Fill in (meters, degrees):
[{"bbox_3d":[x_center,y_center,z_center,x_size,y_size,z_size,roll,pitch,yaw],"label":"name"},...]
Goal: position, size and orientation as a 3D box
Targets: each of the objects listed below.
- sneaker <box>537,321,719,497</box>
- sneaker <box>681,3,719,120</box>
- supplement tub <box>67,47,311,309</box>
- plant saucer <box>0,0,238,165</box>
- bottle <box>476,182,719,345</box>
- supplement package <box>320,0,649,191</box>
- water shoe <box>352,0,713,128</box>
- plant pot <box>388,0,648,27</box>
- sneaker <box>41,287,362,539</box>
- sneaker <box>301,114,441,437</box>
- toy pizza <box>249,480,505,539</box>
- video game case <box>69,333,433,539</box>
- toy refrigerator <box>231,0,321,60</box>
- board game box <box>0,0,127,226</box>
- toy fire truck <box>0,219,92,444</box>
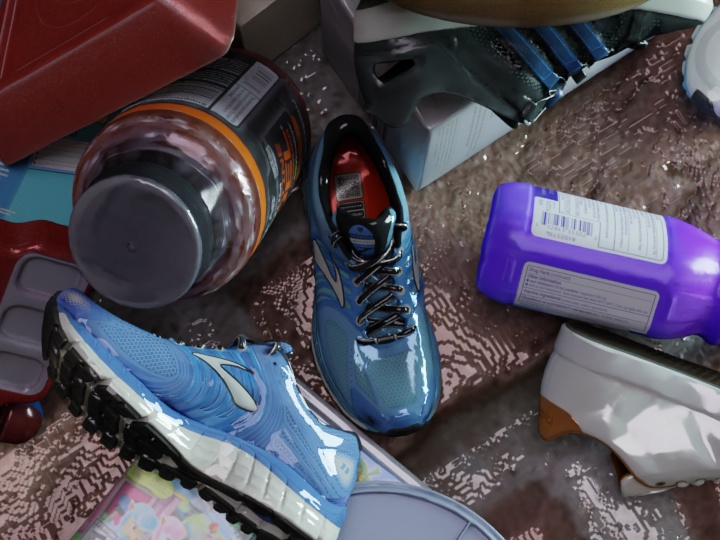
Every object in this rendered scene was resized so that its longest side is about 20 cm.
[{"bbox_3d":[0.198,0.103,0.744,0.197,0.073,0.086,21,99,4],"label":"sneaker"},{"bbox_3d":[0.283,-0.181,0.802,0.075,0.087,0.200,42,80,9],"label":"sneaker"},{"bbox_3d":[-0.095,-0.051,0.704,0.105,0.201,0.109,4,115,9],"label":"supplement tub"},{"bbox_3d":[-0.144,-0.182,0.712,0.198,0.036,0.203,-18,59,37],"label":"plant saucer"},{"bbox_3d":[0.170,0.001,0.755,0.197,0.084,0.066,13,117,3],"label":"bottle"},{"bbox_3d":[0.087,-0.165,0.779,0.198,0.120,0.122,-32,79,-8],"label":"supplement package"},{"bbox_3d":[0.093,-0.120,0.685,0.196,0.072,0.080,-5,106,-4],"label":"water shoe"},{"bbox_3d":[0.080,-0.169,0.651,0.196,0.028,0.201,-1,35,1],"label":"plant pot"},{"bbox_3d":[-0.085,0.070,0.687,0.199,0.078,0.090,36,60,-9],"label":"sneaker"},{"bbox_3d":[0.000,0.000,0.751,0.077,0.090,0.203,-13,76,-3],"label":"sneaker"},{"bbox_3d":[0.010,0.221,0.701,0.196,0.032,0.204,0,75,-2],"label":"toy pizza"},{"bbox_3d":[-0.054,0.169,0.742,0.199,0.022,0.183,38,78,10],"label":"video game case"},{"bbox_3d":[-0.108,-0.235,0.824,0.070,0.076,0.201,-37,77,-9],"label":"toy refrigerator"},{"bbox_3d":[-0.217,-0.097,0.784,0.149,0.047,0.202,17,65,3],"label":"board game box"},{"bbox_3d":[-0.250,0.043,0.706,0.166,0.201,0.113,16,33,-20],"label":"toy fire truck"}]
